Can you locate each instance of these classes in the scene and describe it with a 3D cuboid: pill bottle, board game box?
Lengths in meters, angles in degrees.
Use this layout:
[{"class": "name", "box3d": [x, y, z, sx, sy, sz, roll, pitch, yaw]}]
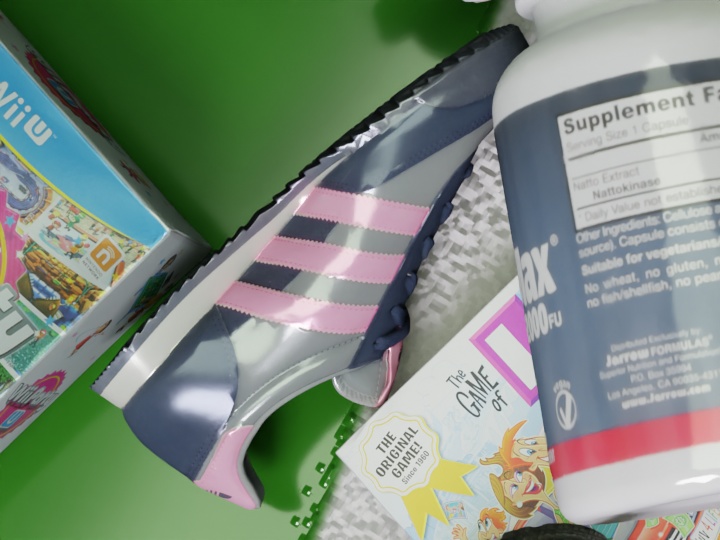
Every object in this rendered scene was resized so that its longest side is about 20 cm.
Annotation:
[{"class": "pill bottle", "box3d": [0.105, -0.026, 0.858, 0.119, 0.120, 0.202, -11, 81, 11]}, {"class": "board game box", "box3d": [-0.178, 0.005, 0.984, 0.200, 0.064, 0.148, -44, 77, 4]}, {"class": "board game box", "box3d": [0.108, 0.045, 0.929, 0.200, 0.034, 0.135, -45, 76, 5]}]

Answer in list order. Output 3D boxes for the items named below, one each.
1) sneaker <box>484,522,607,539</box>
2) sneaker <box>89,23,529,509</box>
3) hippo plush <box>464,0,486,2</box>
[{"class": "sneaker", "box3d": [0.037, 0.163, 0.903, 0.088, 0.077, 0.200, 38, 123, -6]}, {"class": "sneaker", "box3d": [0.000, 0.000, 0.950, 0.200, 0.070, 0.082, -42, 92, 9]}, {"class": "hippo plush", "box3d": [0.045, -0.176, 0.914, 0.158, 0.200, 0.162, 8, 107, -17]}]
